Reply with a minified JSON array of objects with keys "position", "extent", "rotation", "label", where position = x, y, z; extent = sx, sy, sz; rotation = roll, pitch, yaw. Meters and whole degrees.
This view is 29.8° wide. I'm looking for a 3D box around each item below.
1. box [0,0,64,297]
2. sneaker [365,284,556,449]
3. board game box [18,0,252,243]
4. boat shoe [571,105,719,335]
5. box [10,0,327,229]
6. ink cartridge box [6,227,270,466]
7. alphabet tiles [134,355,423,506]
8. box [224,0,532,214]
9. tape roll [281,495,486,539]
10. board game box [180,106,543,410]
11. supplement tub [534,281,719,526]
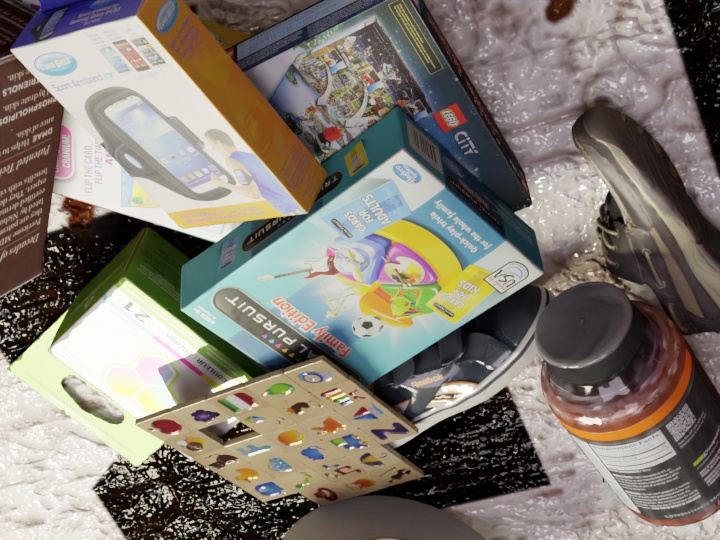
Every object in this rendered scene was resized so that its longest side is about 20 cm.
[{"position":[-0.313,-0.082,0.893],"extent":[0.166,0.164,0.200],"rotation":[28,126,18],"label":"box"},{"position":[0.053,0.063,1.011],"extent":[0.079,0.079,0.200],"rotation":[38,123,-23],"label":"sneaker"},{"position":[-0.147,-0.108,0.952],"extent":[0.200,0.040,0.153],"rotation":[18,124,-3],"label":"board game box"},{"position":[0.199,-0.023,0.933],"extent":[0.073,0.075,0.200],"rotation":[-31,113,25],"label":"boat shoe"},{"position":[-0.124,-0.105,0.844],"extent":[0.119,0.042,0.200],"rotation":[-5,141,40],"label":"box"},{"position":[-0.178,0.086,1.065],"extent":[0.148,0.076,0.200],"rotation":[40,119,-17],"label":"ink cartridge box"},{"position":[-0.043,0.131,1.030],"extent":[0.167,0.008,0.200],"rotation":[-20,142,25],"label":"alphabet tiles"},{"position":[0.012,-0.092,0.903],"extent":[0.136,0.038,0.200],"rotation":[-24,131,15],"label":"box"},{"position":[0.023,0.274,1.082],"extent":[0.200,0.200,0.066],"rotation":[12,125,1],"label":"tape roll"},{"position":[0.000,0.000,0.929],"extent":[0.200,0.047,0.151],"rotation":[-35,127,25],"label":"board game box"},{"position":[0.197,0.092,0.965],"extent":[0.107,0.107,0.200],"rotation":[-21,133,21],"label":"supplement tub"}]
